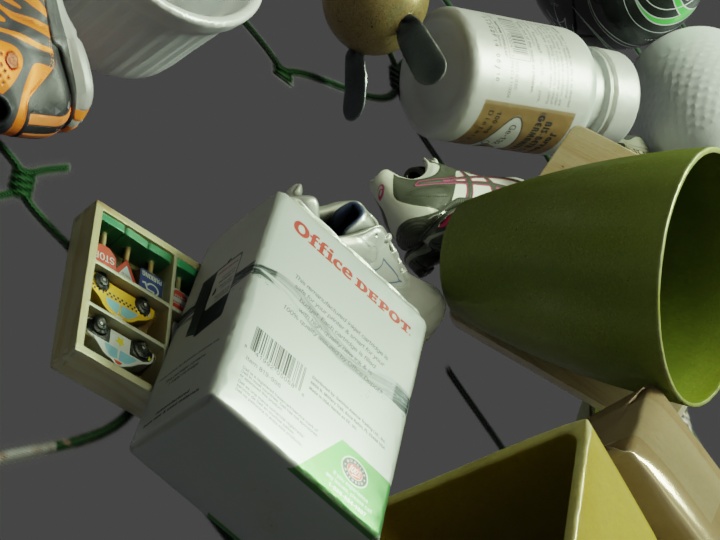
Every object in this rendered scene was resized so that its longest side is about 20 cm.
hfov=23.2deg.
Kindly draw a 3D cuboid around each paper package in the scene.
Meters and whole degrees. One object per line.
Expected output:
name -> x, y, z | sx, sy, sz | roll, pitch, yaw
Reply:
paper package -> 0.184, 0.216, 1.241 | 0.201, 0.190, 0.104 | 53, 29, -7

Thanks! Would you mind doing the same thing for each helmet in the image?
helmet -> 0.270, -0.324, 1.824 | 0.191, 0.198, 0.201 | 68, 18, -44

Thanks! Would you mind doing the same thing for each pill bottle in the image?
pill bottle -> 0.144, -0.161, 1.546 | 0.199, 0.114, 0.115 | 5, 57, -33

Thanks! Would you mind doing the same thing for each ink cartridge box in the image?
ink cartridge box -> -0.045, 0.070, 1.112 | 0.147, 0.083, 0.201 | 43, 36, -20

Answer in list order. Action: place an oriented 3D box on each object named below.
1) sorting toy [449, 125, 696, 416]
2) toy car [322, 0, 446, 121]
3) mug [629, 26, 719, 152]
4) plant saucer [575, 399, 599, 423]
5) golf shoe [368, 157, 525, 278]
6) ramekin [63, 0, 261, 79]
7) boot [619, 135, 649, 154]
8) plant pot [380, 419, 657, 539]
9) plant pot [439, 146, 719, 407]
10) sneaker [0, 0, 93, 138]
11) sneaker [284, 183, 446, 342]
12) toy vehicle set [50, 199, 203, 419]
sorting toy -> 0.209, 0.016, 1.426 | 0.199, 0.199, 0.070 | 30, -15, 21
toy car -> 0.025, -0.227, 1.458 | 0.157, 0.164, 0.202 | 19, 57, -44
mug -> 0.357, -0.120, 1.793 | 0.146, 0.201, 0.176 | -4, 36, -10
plant saucer -> 0.227, 0.216, 1.404 | 0.200, 0.048, 0.200 | 49, 19, -12
golf shoe -> 0.083, -0.061, 1.460 | 0.088, 0.077, 0.200 | 51, 28, 12
ramekin -> -0.171, -0.234, 1.247 | 0.200, 0.097, 0.202 | 33, 39, -32
boot -> 0.262, -0.051, 1.679 | 0.154, 0.073, 0.203 | 58, 28, 11
plant pot -> 0.110, 0.255, 1.120 | 0.200, 0.195, 0.195 | 49, 32, -23
plant pot -> 0.167, -0.003, 1.319 | 0.187, 0.199, 0.189 | -13, 106, -57
sneaker -> -0.245, -0.179, 1.113 | 0.112, 0.077, 0.201 | -13, 77, -56
sneaker -> 0.000, 0.000, 1.267 | 0.199, 0.087, 0.074 | 19, 18, -47
toy vehicle set -> -0.109, 0.053, 1.146 | 0.199, 0.026, 0.125 | 34, 39, -32
